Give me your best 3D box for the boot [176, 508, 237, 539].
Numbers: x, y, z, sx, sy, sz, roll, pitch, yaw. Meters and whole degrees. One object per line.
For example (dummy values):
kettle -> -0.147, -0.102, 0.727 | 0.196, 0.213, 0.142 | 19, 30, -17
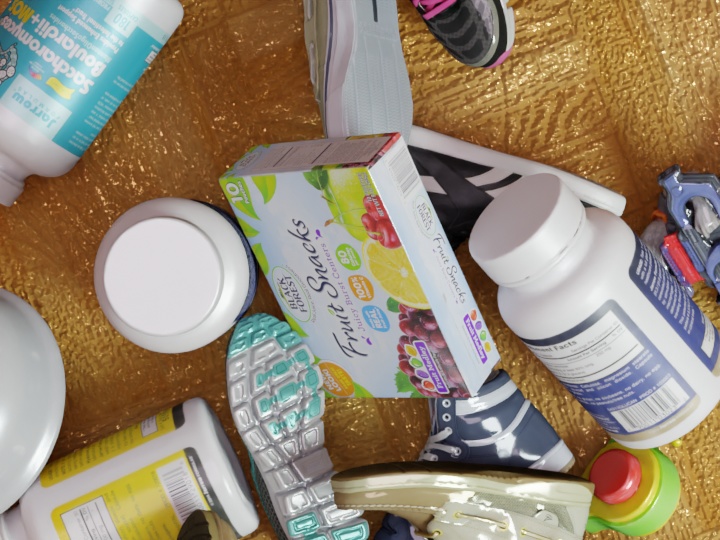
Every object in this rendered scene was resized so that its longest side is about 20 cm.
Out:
boot -> -0.034, 0.263, 1.510 | 0.199, 0.066, 0.176 | 8, 62, -34

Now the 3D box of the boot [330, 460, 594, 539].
boot -> 0.069, 0.218, 1.511 | 0.199, 0.072, 0.155 | 6, 91, -19

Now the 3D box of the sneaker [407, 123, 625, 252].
sneaker -> 0.092, -0.036, 1.582 | 0.199, 0.073, 0.112 | 17, 95, 9

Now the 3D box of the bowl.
bowl -> -0.325, 0.091, 1.537 | 0.200, 0.090, 0.202 | -6, 71, 17

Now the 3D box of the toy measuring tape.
toy measuring tape -> 0.185, 0.196, 1.578 | 0.073, 0.074, 0.200 | 33, 91, 0

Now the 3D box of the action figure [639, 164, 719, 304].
action figure -> 0.301, -0.027, 1.581 | 0.193, 0.105, 0.200 | -22, 118, 8

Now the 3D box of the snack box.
snack box -> 0.000, 0.000, 1.515 | 0.142, 0.053, 0.201 | -2, 124, 40

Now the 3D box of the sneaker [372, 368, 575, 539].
sneaker -> 0.052, 0.155, 1.580 | 0.200, 0.070, 0.109 | -34, 95, -6

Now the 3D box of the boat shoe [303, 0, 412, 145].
boat shoe -> -0.006, -0.148, 1.558 | 0.072, 0.062, 0.201 | 16, 63, -36

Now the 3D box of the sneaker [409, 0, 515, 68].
sneaker -> 0.036, -0.227, 1.537 | 0.074, 0.087, 0.200 | -26, 98, 45

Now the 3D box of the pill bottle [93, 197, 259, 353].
pill bottle -> -0.133, 0.002, 1.516 | 0.111, 0.200, 0.112 | 0, 91, 0

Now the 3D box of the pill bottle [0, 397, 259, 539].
pill bottle -> -0.186, 0.183, 1.565 | 0.199, 0.111, 0.112 | -24, 91, 1

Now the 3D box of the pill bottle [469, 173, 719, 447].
pill bottle -> 0.170, 0.026, 1.510 | 0.111, 0.111, 0.200 | -43, 116, 1

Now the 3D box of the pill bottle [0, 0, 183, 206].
pill bottle -> -0.230, -0.148, 1.559 | 0.111, 0.111, 0.200 | 36, 91, 0

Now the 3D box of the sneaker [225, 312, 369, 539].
sneaker -> -0.063, 0.131, 1.572 | 0.077, 0.091, 0.201 | -17, 93, -22
